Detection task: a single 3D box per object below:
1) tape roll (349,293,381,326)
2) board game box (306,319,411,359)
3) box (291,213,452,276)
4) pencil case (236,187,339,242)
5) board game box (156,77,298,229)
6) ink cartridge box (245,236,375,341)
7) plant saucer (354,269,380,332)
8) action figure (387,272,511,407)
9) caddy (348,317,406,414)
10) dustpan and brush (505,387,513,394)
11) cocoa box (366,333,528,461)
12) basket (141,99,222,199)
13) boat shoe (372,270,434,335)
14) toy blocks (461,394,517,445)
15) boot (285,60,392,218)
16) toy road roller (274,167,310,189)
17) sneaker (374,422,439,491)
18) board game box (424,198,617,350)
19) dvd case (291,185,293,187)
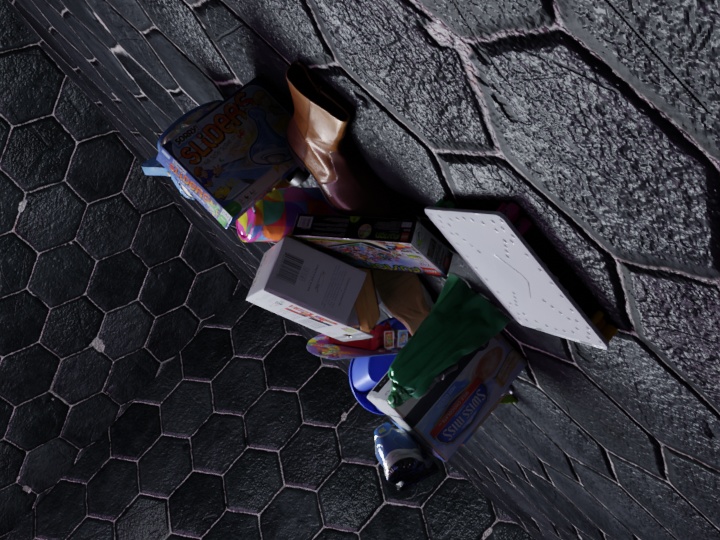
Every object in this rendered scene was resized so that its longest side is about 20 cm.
[{"bbox_3d":[-0.056,0.012,1.743,0.202,0.139,0.203,43,170,9],"label":"tape roll"},{"bbox_3d":[0.005,0.105,1.598,0.158,0.196,0.040,-133,41,-74],"label":"board game box"},{"bbox_3d":[0.015,-0.036,1.282,0.197,0.035,0.110,5,160,36],"label":"box"},{"bbox_3d":[-0.086,-0.084,1.371,0.197,0.090,0.088,1,-168,-28],"label":"pencil case"},{"bbox_3d":[-0.165,-0.166,1.299,0.135,0.200,0.034,43,143,0],"label":"board game box"},{"bbox_3d":[-0.065,0.034,1.391,0.173,0.085,0.200,24,169,-11],"label":"ink cartridge box"},{"bbox_3d":[0.000,0.000,1.518,0.200,0.037,0.204,-13,-90,-89],"label":"plant saucer"},{"bbox_3d":[0.105,0.113,1.325,0.118,0.200,0.055,37,169,32],"label":"action figure"},{"bbox_3d":[0.066,0.177,1.792,0.141,0.201,0.105,43,153,-7],"label":"caddy"},{"bbox_3d":[0.178,0.194,1.601,0.197,0.058,0.140,23,136,-18],"label":"dustpan and brush"},{"bbox_3d":[0.131,0.168,1.440,0.131,0.200,0.133,44,169,-8],"label":"cocoa box"},{"bbox_3d":[-0.266,-0.210,1.617,0.198,0.176,0.141,7,130,52],"label":"basket"},{"bbox_3d":[0.080,0.051,1.548,0.202,0.070,0.069,58,-174,-14],"label":"boat shoe"},{"bbox_3d":[0.164,0.213,1.678,0.200,0.137,0.100,46,170,-9],"label":"toy blocks"},{"bbox_3d":[-0.022,-0.158,1.207,0.189,0.068,0.200,50,164,11],"label":"boot"},{"bbox_3d":[-0.172,-0.161,1.452,0.123,0.147,0.199,41,173,-26],"label":"toy road roller"},{"bbox_3d":[0.068,0.282,1.430,0.078,0.075,0.200,61,178,25],"label":"sneaker"},{"bbox_3d":[0.178,-0.002,1.070,0.200,0.026,0.200,48,170,-17],"label":"board game box"},{"bbox_3d":[-0.176,-0.178,1.804,0.199,0.016,0.149,39,168,27],"label":"dvd case"}]
